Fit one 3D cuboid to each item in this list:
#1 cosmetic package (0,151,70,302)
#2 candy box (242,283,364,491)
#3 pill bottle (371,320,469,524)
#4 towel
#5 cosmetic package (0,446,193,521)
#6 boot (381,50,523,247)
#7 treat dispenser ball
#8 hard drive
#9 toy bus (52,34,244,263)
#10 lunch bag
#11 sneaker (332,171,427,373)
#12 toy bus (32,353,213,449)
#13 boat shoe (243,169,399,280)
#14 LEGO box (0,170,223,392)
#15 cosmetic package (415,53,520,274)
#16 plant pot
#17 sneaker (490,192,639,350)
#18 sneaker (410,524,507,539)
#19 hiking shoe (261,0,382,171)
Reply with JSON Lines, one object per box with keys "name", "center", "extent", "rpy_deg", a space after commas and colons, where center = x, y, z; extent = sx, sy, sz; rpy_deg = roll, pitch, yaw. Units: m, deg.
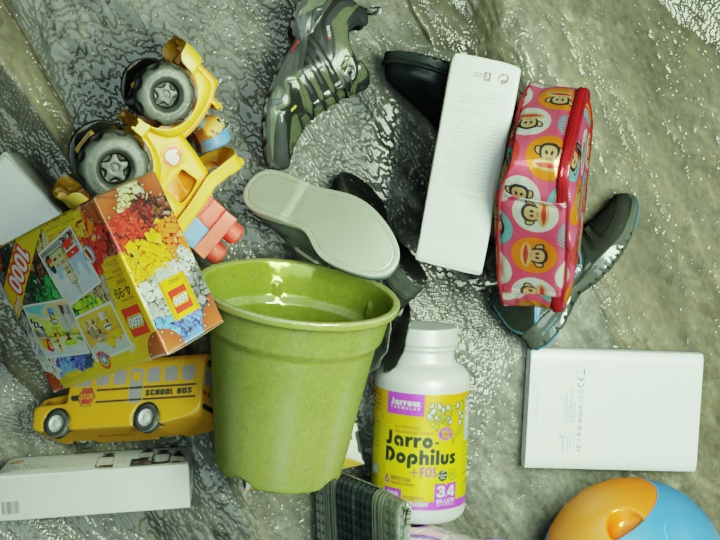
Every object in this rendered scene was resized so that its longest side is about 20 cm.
{"name": "cosmetic package", "center": [-0.327, -0.015, 1.220], "extent": [0.107, 0.090, 0.201], "rpy_deg": [-41, 95, -1]}
{"name": "candy box", "center": [-0.080, 0.120, 1.267], "extent": [0.134, 0.061, 0.204], "rpy_deg": [-12, 97, -5]}
{"name": "pill bottle", "center": [0.064, 0.159, 1.263], "extent": [0.102, 0.104, 0.204], "rpy_deg": [1, 95, -6]}
{"name": "towel", "center": [0.006, 0.319, 1.232], "extent": [0.034, 0.192, 0.204], "rpy_deg": [-2, 93, -29]}
{"name": "cosmetic package", "center": [-0.277, 0.222, 1.246], "extent": [0.196, 0.083, 0.052], "rpy_deg": [-3, 93, -6]}
{"name": "boot", "center": [0.095, -0.125, 1.255], "extent": [0.197, 0.076, 0.171], "rpy_deg": [19, 89, -13]}
{"name": "treat dispenser ball", "center": [0.289, 0.322, 1.252], "extent": [0.197, 0.201, 0.205], "rpy_deg": [-1, 95, -6]}
{"name": "hard drive", "center": [0.281, 0.155, 1.324], "extent": [0.196, 0.025, 0.135], "rpy_deg": [2, 95, -6]}
{"name": "toy bus", "center": [-0.187, -0.108, 1.210], "extent": [0.191, 0.136, 0.201], "rpy_deg": [38, 88, -21]}
{"name": "lunch bag", "center": [0.184, -0.079, 1.174], "extent": [0.080, 0.177, 0.202], "rpy_deg": [7, 132, 13]}
{"name": "sneaker", "center": [0.002, 0.000, 1.242], "extent": [0.104, 0.060, 0.201], "rpy_deg": [-49, 57, 27]}
{"name": "toy bus", "center": [-0.237, 0.136, 1.222], "extent": [0.197, 0.065, 0.080], "rpy_deg": [-6, 69, 20]}
{"name": "boat shoe", "center": [-0.034, -0.040, 1.210], "extent": [0.198, 0.062, 0.073], "rpy_deg": [28, 74, 30]}
{"name": "LEGO box", "center": [-0.238, 0.015, 1.092], "extent": [0.077, 0.198, 0.151], "rpy_deg": [-31, 98, -45]}
{"name": "cosmetic package", "center": [0.106, -0.107, 1.171], "extent": [0.073, 0.102, 0.204], "rpy_deg": [12, 100, 5]}
{"name": "plant pot", "center": [-0.070, 0.106, 1.154], "extent": [0.197, 0.201, 0.188], "rpy_deg": [5, 105, -6]}
{"name": "sneaker", "center": [0.224, -0.012, 1.281], "extent": [0.082, 0.073, 0.201], "rpy_deg": [39, 87, 1]}
{"name": "sneaker", "center": [0.093, 0.304, 1.265], "extent": [0.199, 0.088, 0.081], "rpy_deg": [15, 105, -51]}
{"name": "hiking shoe", "center": [-0.042, -0.195, 1.236], "extent": [0.099, 0.076, 0.203], "rpy_deg": [17, 92, -4]}
